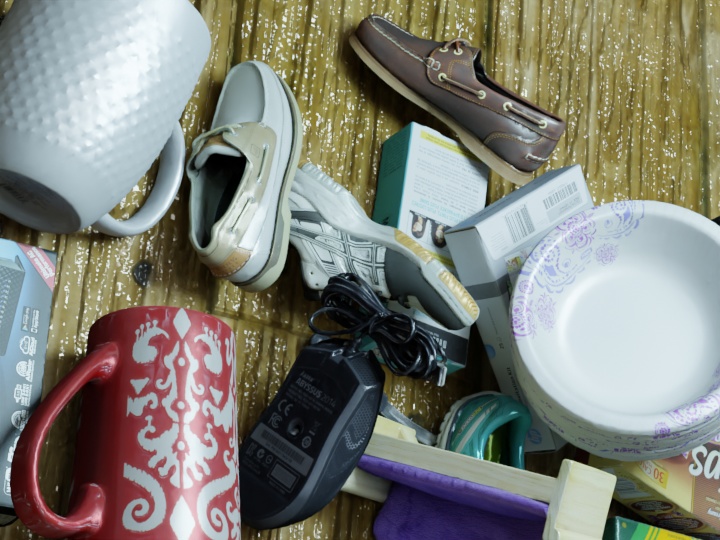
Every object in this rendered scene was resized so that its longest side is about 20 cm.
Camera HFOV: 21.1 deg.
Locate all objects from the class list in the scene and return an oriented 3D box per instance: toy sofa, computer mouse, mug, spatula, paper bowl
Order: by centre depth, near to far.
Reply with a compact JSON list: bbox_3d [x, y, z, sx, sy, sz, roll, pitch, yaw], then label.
[{"bbox_3d":[-0.150,0.127,1.358,0.178,0.133,0.200,58,29,-60],"label":"mug"},{"bbox_3d":[-0.198,-0.108,1.438,0.200,0.148,0.175,50,54,-45],"label":"mug"},{"bbox_3d":[0.082,0.175,1.450,0.083,0.200,0.098,27,77,-55],"label":"toy sofa"},{"bbox_3d":[-0.020,0.113,1.455,0.053,0.138,0.200,32,94,-46],"label":"computer mouse"},{"bbox_3d":[0.219,0.054,1.527,0.201,0.104,0.201,-3,63,5],"label":"paper bowl"},{"bbox_3d":[0.032,0.119,1.557,0.200,0.021,0.057,41,61,-11],"label":"spatula"}]

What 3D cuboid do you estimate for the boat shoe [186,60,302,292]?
[{"bbox_3d":[-0.094,-0.085,1.507,0.068,0.075,0.200,30,47,-43],"label":"boat shoe"}]

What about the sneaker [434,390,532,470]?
[{"bbox_3d":[0.090,0.192,1.520,0.077,0.080,0.200,16,78,-34],"label":"sneaker"}]

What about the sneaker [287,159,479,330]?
[{"bbox_3d":[0.000,0.000,1.521,0.200,0.076,0.088,36,85,20],"label":"sneaker"}]

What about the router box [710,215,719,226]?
[{"bbox_3d":[0.327,0.026,1.667,0.051,0.200,0.149,14,65,-30],"label":"router box"}]

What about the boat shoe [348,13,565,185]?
[{"bbox_3d":[0.084,-0.160,1.634,0.200,0.070,0.070,38,26,6],"label":"boat shoe"}]

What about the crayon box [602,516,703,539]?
[{"bbox_3d":[0.244,0.316,1.598,0.126,0.052,0.200,17,64,-26],"label":"crayon box"}]

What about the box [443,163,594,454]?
[{"bbox_3d":[0.161,0.030,1.622,0.156,0.041,0.200,-31,103,-43],"label":"box"}]

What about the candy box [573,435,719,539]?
[{"bbox_3d":[0.266,0.154,1.637,0.200,0.056,0.117,34,59,-36],"label":"candy box"}]

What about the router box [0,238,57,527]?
[{"bbox_3d":[-0.299,0.067,1.342,0.150,0.062,0.200,14,65,-26],"label":"router box"}]

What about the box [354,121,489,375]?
[{"bbox_3d":[0.052,-0.016,1.603,0.082,0.049,0.200,21,62,-25],"label":"box"}]

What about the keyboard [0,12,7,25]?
[{"bbox_3d":[-0.323,-0.208,1.458,0.127,0.021,0.200,50,55,-7],"label":"keyboard"}]
